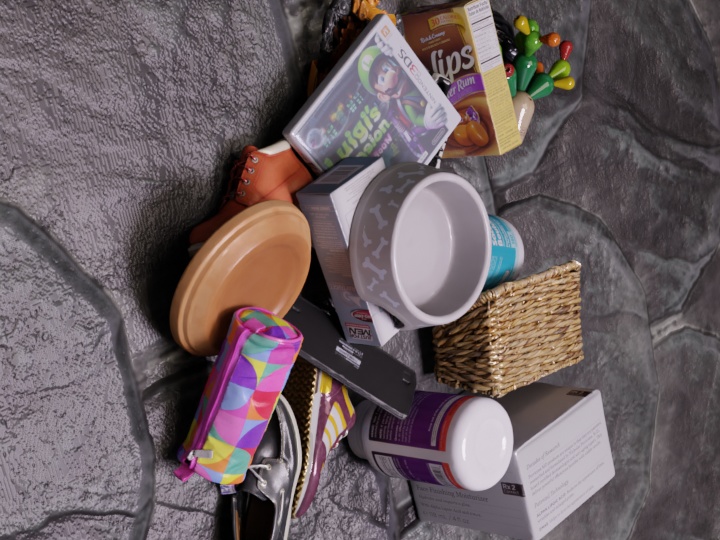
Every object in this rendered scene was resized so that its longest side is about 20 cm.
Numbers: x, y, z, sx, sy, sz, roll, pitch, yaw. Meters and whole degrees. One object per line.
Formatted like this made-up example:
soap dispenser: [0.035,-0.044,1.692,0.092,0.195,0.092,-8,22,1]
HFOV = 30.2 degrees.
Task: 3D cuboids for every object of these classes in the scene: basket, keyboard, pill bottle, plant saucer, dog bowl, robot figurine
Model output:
basket: [0.189,0.064,1.784,0.200,0.143,0.149,-18,110,-41]
keyboard: [-0.020,0.101,1.601,0.200,0.040,0.104,35,44,-14]
pill bottle: [0.122,-0.024,1.720,0.200,0.111,0.111,4,88,-57]
plant saucer: [-0.123,0.016,1.468,0.200,0.037,0.200,-37,149,-27]
dog bowl: [0.077,-0.027,1.548,0.200,0.059,0.200,-6,99,-45]
pill bottle: [0.081,0.204,1.640,0.112,0.200,0.113,-2,93,-46]
robot figurine: [-0.009,-0.244,1.637,0.145,0.058,0.200,18,79,-45]

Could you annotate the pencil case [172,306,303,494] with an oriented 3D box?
pencil case: [-0.133,0.141,1.453,0.088,0.088,0.200,9,108,-46]

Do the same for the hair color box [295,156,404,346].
hair color box: [0.005,-0.023,1.559,0.099,0.061,0.200,-38,119,-39]

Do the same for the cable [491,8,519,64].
cable: [0.178,-0.283,1.837,0.163,0.051,0.200,-29,111,-42]

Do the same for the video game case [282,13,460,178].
video game case: [0.019,-0.175,1.607,0.200,0.023,0.182,-53,125,-19]

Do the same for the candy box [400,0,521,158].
candy box: [0.129,-0.249,1.740,0.056,0.117,0.200,-30,111,-42]

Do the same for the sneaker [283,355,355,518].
sneaker: [-0.048,0.199,1.596,0.090,0.075,0.200,15,81,-40]

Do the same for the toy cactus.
toy cactus: [0.230,-0.257,1.813,0.200,0.102,0.165,-4,106,-60]

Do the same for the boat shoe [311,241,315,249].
boat shoe: [0.000,0.000,1.652,0.069,0.072,0.200,-48,135,-6]

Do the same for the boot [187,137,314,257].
boot: [-0.132,-0.082,1.513,0.200,0.075,0.107,-32,104,-44]

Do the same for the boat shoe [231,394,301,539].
boat shoe: [-0.112,0.237,1.523,0.068,0.072,0.200,6,87,-71]

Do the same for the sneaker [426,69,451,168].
sneaker: [0.077,-0.162,1.716,0.074,0.080,0.200,-9,99,-48]

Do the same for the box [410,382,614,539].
box: [0.195,0.244,1.761,0.200,0.199,0.131,-27,110,-42]
